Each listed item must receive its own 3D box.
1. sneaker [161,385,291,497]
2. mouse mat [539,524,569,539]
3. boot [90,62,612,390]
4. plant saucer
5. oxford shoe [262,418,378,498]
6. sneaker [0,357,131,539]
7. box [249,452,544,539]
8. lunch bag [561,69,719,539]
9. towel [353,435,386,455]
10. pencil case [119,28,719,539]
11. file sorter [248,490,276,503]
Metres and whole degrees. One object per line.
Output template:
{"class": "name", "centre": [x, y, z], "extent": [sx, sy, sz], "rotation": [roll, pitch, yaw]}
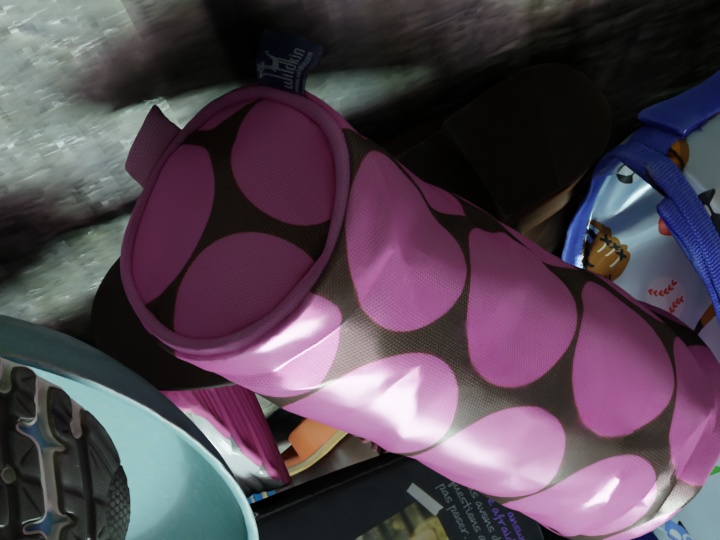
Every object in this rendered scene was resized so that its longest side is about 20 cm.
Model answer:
{"class": "sneaker", "centre": [-0.081, 0.067, 1.026], "extent": [0.088, 0.082, 0.200], "rotation": [-22, 168, -6]}
{"class": "mouse mat", "centre": [0.130, 0.052, 1.181], "extent": [0.161, 0.008, 0.200], "rotation": [-20, -148, 32]}
{"class": "boot", "centre": [0.000, 0.000, 0.930], "extent": [0.186, 0.064, 0.200], "rotation": [-23, 173, -5]}
{"class": "plant saucer", "centre": [-0.130, 0.067, 0.850], "extent": [0.199, 0.036, 0.200], "rotation": [2, 143, 2]}
{"class": "oxford shoe", "centre": [-0.002, 0.105, 1.346], "extent": [0.071, 0.073, 0.200], "rotation": [-41, 174, -15]}
{"class": "sneaker", "centre": [-0.166, 0.061, 0.775], "extent": [0.199, 0.079, 0.090], "rotation": [4, 168, -6]}
{"class": "box", "centre": [-0.033, 0.142, 1.016], "extent": [0.200, 0.106, 0.122], "rotation": [-19, 177, -40]}
{"class": "lunch bag", "centre": [0.160, -0.001, 0.902], "extent": [0.170, 0.124, 0.200], "rotation": [-34, 134, -25]}
{"class": "towel", "centre": [0.086, 0.004, 1.082], "extent": [0.144, 0.023, 0.200], "rotation": [-42, -179, -32]}
{"class": "pencil case", "centre": [0.022, 0.013, 0.772], "extent": [0.200, 0.094, 0.091], "rotation": [32, 87, -44]}
{"class": "file sorter", "centre": [-0.104, 0.165, 1.341], "extent": [0.138, 0.123, 0.200], "rotation": [-19, 169, -11]}
